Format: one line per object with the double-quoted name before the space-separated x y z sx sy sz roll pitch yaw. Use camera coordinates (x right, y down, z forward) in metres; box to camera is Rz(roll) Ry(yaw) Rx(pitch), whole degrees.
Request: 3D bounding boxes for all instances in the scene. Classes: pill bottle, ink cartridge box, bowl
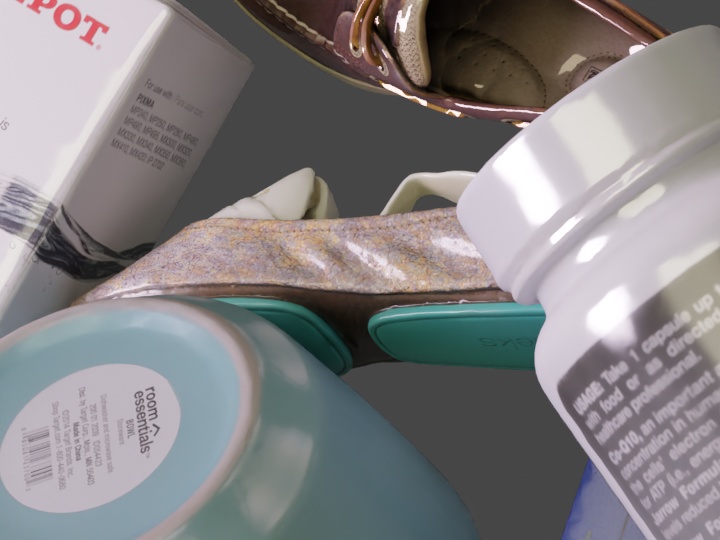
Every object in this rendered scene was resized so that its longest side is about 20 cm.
"pill bottle" 0.122 0.036 0.740 0.114 0.114 0.200 -36 77 10
"ink cartridge box" -0.151 -0.029 0.905 0.144 0.084 0.201 31 92 22
"bowl" -0.070 0.085 0.793 0.200 0.105 0.201 -12 42 11

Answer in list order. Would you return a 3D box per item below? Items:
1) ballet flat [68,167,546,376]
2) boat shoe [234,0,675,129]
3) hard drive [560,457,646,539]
"ballet flat" 0.000 0.000 0.864 0.199 0.068 0.068 -1 59 18
"boat shoe" 0.031 -0.086 0.858 0.200 0.072 0.072 30 90 22
"hard drive" 0.155 0.115 0.799 0.199 0.025 0.132 18 86 22
